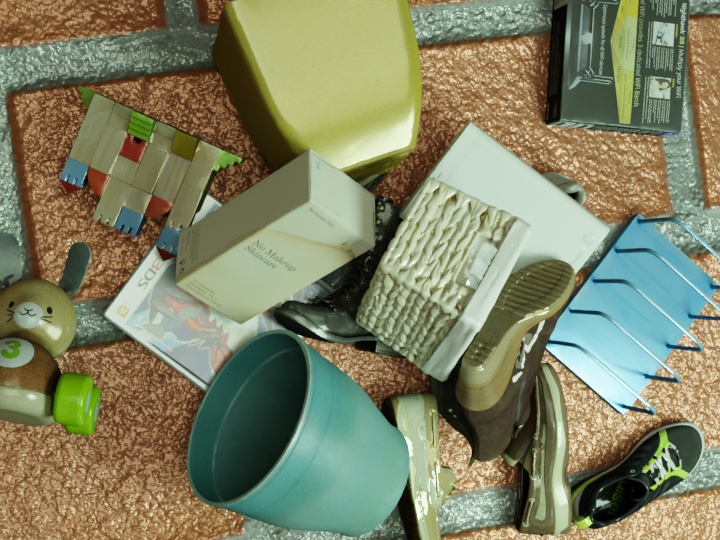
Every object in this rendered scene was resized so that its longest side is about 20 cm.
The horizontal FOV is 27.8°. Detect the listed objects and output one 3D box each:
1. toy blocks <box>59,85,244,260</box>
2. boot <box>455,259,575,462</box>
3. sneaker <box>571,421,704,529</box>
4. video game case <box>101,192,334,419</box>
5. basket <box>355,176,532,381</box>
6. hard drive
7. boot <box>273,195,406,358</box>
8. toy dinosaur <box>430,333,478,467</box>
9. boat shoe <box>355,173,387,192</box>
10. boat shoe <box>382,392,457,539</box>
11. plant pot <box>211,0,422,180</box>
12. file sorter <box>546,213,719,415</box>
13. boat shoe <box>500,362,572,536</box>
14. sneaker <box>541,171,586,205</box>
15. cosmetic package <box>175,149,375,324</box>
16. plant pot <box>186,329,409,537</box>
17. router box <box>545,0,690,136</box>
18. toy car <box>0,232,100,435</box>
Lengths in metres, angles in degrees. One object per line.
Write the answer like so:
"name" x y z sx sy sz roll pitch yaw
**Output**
"toy blocks" -0.245 -0.100 1.598 0.199 0.100 0.138 24 94 -1
"boot" 0.175 0.099 1.625 0.072 0.167 0.200 27 58 31
"sneaker" 0.335 0.252 1.722 0.199 0.083 0.072 -33 97 -11
"video game case" -0.158 0.036 1.645 0.200 0.023 0.183 37 82 -10
"basket" 0.081 0.010 1.537 0.123 0.200 0.136 29 68 3
"hard drive" 0.161 -0.055 1.636 0.199 0.026 0.132 36 102 -7
"boot" 0.000 0.000 1.648 0.199 0.069 0.175 15 86 -38
"toy dinosaur" 0.122 0.122 1.691 0.101 0.077 0.202 6 98 3
"boat shoe" -0.046 -0.072 1.651 0.200 0.072 0.066 -36 136 -25
"boat shoe" 0.076 0.238 1.670 0.066 0.074 0.202 -11 97 -15
"plant pot" -0.033 -0.195 1.571 0.193 0.195 0.201 -19 86 -12
"file sorter" 0.336 0.052 1.704 0.139 0.123 0.200 40 81 -10
"boat shoe" 0.201 0.211 1.699 0.074 0.075 0.204 -5 91 -7
"sneaker" 0.182 -0.039 1.688 0.074 0.087 0.200 43 83 -11
"cosmetic package" -0.090 -0.032 1.525 0.103 0.199 0.073 33 42 -35
"plant pot" -0.054 0.195 1.580 0.187 0.200 0.201 32 83 -32
"router box" 0.307 -0.267 1.733 0.156 0.052 0.202 5 89 -13
"toy car" -0.352 0.060 1.547 0.163 0.158 0.202 9 77 -2
